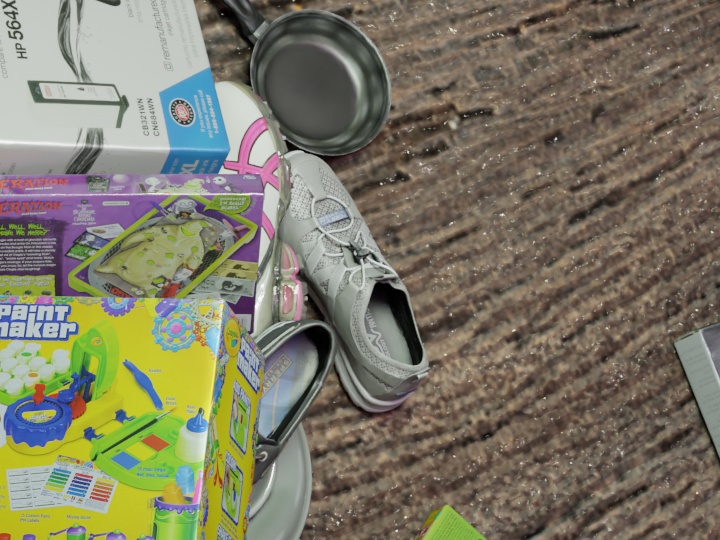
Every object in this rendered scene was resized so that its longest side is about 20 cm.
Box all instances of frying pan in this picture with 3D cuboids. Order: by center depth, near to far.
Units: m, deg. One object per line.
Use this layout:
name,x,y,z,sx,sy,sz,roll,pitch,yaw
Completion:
frying pan,-0.064,-0.151,1.877,0.190,0.031,0.115,22,65,-18

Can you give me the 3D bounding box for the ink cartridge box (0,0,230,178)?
ink cartridge box,-0.206,-0.118,1.733,0.200,0.084,0.146,1,57,-27

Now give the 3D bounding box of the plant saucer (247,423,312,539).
plant saucer,-0.115,0.131,1.753,0.200,0.050,0.200,9,71,-26

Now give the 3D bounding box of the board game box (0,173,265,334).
board game box,-0.167,-0.009,1.698,0.200,0.120,0.032,0,41,-9

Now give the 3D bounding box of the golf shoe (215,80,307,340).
golf shoe,-0.096,-0.043,1.797,0.092,0.073,0.200,1,70,-31

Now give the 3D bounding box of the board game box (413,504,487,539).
board game box,0.106,0.271,1.846,0.200,0.030,0.096,41,60,-9

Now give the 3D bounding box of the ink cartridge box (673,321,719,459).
ink cartridge box,0.367,0.117,2.028,0.197,0.047,0.200,-18,82,-33

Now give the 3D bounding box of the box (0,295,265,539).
box,-0.178,0.123,1.621,0.200,0.122,0.193,2,70,13

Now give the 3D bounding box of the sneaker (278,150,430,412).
sneaker,0.000,0.000,1.836,0.075,0.082,0.200,-27,89,-32

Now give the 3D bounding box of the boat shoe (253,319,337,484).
boat shoe,-0.079,0.109,1.708,0.070,0.066,0.200,45,63,-9
